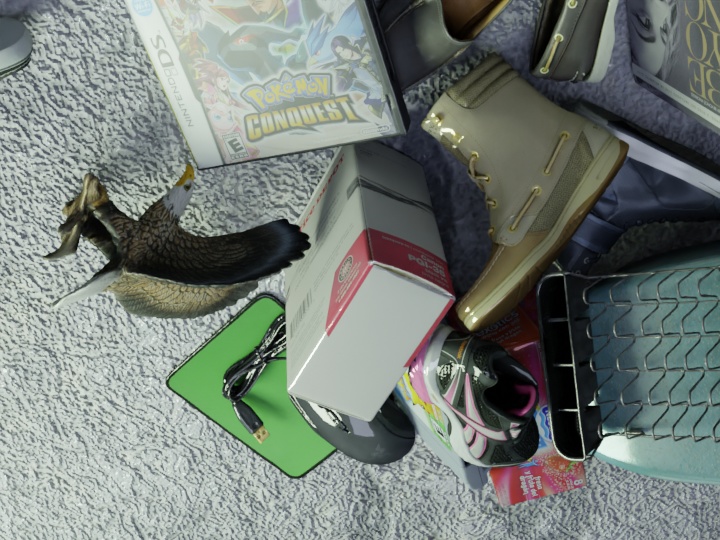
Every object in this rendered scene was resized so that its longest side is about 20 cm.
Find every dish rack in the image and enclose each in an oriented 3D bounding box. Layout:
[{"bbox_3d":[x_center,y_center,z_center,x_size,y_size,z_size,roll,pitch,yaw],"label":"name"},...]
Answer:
[{"bbox_3d":[0.242,0.070,0.851,0.197,0.054,0.157,-5,95,38],"label":"dish rack"}]

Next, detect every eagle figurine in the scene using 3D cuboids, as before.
[{"bbox_3d":[-0.159,-0.016,0.936,0.198,0.152,0.152,29,111,-18],"label":"eagle figurine"}]

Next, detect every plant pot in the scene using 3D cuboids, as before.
[{"bbox_3d":[0.280,0.078,0.970,0.196,0.195,0.200,-7,93,21],"label":"plant pot"}]

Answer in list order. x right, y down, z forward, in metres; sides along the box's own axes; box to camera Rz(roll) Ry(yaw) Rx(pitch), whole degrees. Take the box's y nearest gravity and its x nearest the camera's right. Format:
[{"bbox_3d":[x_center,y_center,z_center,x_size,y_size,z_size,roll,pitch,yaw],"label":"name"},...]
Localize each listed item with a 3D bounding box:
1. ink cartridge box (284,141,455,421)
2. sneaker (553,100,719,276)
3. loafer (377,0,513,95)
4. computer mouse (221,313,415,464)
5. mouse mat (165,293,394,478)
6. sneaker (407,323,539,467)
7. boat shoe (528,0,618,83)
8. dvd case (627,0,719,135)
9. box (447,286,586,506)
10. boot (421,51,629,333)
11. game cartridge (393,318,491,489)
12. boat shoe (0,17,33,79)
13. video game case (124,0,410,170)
[{"bbox_3d":[0.000,0.000,0.920,0.082,0.201,0.148,21,121,-19],"label":"ink cartridge box"},{"bbox_3d":[0.249,-0.045,0.968,0.199,0.077,0.148,23,109,-6],"label":"sneaker"},{"bbox_3d":[0.064,-0.204,0.863,0.072,0.073,0.200,32,118,-23],"label":"loafer"},{"bbox_3d":[-0.048,0.148,1.084,0.140,0.046,0.200,-38,106,21],"label":"computer mouse"},{"bbox_3d":[-0.082,0.125,1.116,0.160,0.008,0.199,-39,118,21],"label":"mouse mat"},{"bbox_3d":[0.116,0.117,0.917,0.085,0.082,0.200,7,157,36],"label":"sneaker"},{"bbox_3d":[0.173,-0.240,0.845,0.059,0.072,0.204,-2,127,-6],"label":"boat shoe"},{"bbox_3d":[0.245,-0.211,0.824,0.016,0.149,0.203,-22,124,-9],"label":"dvd case"},{"bbox_3d":[0.155,0.122,1.069,0.094,0.100,0.202,-15,123,6],"label":"box"},{"bbox_3d":[0.105,-0.067,0.891,0.155,0.073,0.201,38,86,12],"label":"boot"},{"bbox_3d":[0.063,0.104,1.034,0.040,0.133,0.202,-27,128,-12],"label":"game cartridge"},{"bbox_3d":[-0.350,-0.153,0.885,0.196,0.069,0.057,-13,132,12],"label":"boat shoe"},{"bbox_3d":[-0.077,-0.176,0.874,0.196,0.026,0.183,-7,125,20],"label":"video game case"}]
